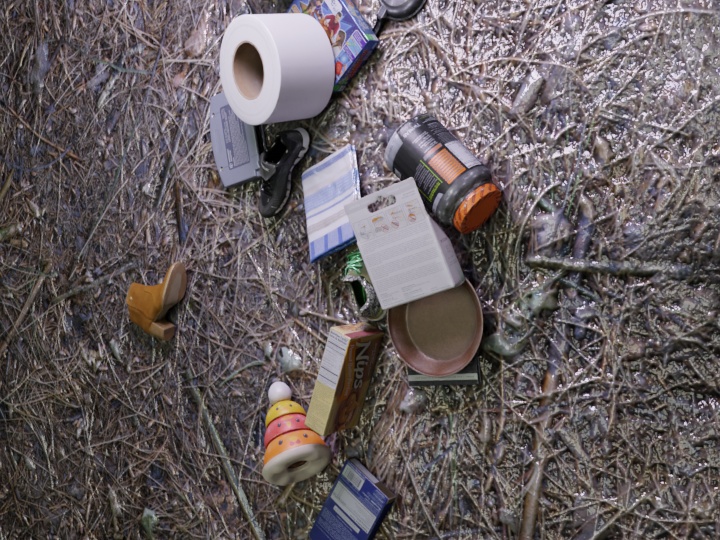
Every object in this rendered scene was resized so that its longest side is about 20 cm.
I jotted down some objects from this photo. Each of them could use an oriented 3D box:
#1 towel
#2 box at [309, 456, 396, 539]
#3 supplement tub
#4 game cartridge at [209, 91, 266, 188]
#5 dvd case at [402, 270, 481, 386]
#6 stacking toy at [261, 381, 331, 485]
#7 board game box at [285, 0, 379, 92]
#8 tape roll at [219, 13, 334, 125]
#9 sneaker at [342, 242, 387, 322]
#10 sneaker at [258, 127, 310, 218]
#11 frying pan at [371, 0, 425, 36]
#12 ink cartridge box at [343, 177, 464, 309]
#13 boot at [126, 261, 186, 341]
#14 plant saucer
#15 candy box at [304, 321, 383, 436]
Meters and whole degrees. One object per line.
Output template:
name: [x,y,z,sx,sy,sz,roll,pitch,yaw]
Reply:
towel: [-0.057,-0.131,1.644,0.146,0.024,0.203,-25,60,35]
box: [-0.020,0.485,1.674,0.121,0.032,0.202,37,111,29]
supplement tub: [0.144,-0.166,1.470,0.200,0.122,0.123,49,118,23]
game cartridge: [-0.264,-0.286,1.816,0.131,0.041,0.204,-12,85,32]
dvd case: [0.144,0.108,1.548,0.147,0.016,0.204,-7,87,35]
stacking toy: [-0.151,0.317,1.722,0.146,0.145,0.202,-43,53,29]
board game box: [-0.060,-0.469,1.647,0.135,0.034,0.202,-45,68,37]
tape roll: [-0.163,-0.391,1.644,0.201,0.138,0.207,18,115,43]
sneaker: [0.000,0.000,1.603,0.076,0.088,0.204,-22,79,34]
sneaker: [-0.176,-0.200,1.721,0.066,0.090,0.202,38,113,29]
frying pan: [0.048,-0.507,1.585,0.188,0.031,0.117,-29,74,31]
ink cartridge box: [0.074,-0.047,1.483,0.159,0.050,0.203,-19,94,35]
boot: [-0.481,0.052,1.966,0.143,0.070,0.205,26,112,29]
plant saucer: [0.138,0.088,1.520,0.198,0.036,0.205,1,91,35]
candy box: [-0.031,0.205,1.618,0.055,0.115,0.203,23,105,31]
